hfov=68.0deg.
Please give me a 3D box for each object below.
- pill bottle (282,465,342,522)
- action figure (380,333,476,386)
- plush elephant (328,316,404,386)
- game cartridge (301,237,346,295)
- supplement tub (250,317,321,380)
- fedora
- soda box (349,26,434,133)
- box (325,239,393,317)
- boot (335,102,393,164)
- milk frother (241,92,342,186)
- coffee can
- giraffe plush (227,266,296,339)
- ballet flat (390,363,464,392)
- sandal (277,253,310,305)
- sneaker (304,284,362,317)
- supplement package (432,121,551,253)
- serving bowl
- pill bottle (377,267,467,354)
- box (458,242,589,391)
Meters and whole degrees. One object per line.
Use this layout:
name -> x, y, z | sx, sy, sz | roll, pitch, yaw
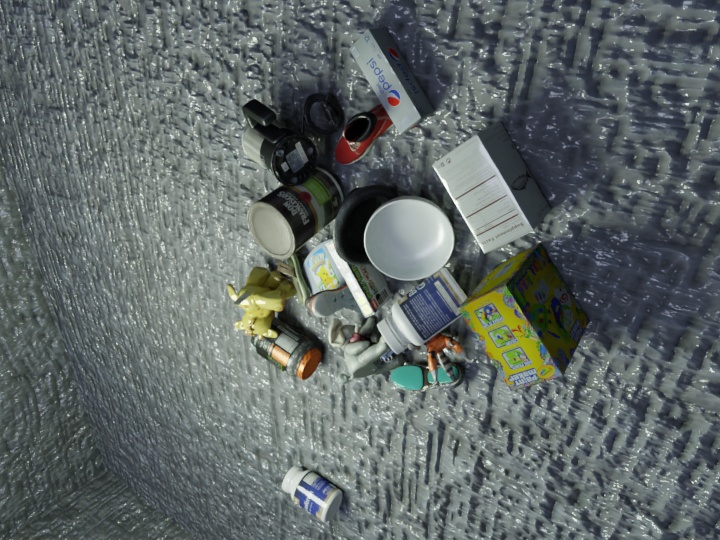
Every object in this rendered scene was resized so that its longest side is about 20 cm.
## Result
pill bottle -> -0.170, 0.771, 1.856 | 0.198, 0.115, 0.117 | 22, 126, 27
action figure -> 0.149, 0.184, 1.271 | 0.195, 0.199, 0.105 | 55, 179, 28
plush elephant -> 0.001, 0.196, 1.403 | 0.198, 0.165, 0.157 | -28, 56, 12
game cartridge -> -0.088, 0.002, 1.405 | 0.200, 0.040, 0.135 | -42, 68, 48
supplement tub -> -0.222, 0.234, 1.599 | 0.198, 0.122, 0.124 | 30, 129, 21
fedora -> 0.007, -0.117, 1.235 | 0.092, 0.197, 0.203 | -127, 35, -49
soda box -> 0.065, -0.384, 1.077 | 0.063, 0.068, 0.202 | -29, 95, 42
box -> 0.000, 0.000, 1.306 | 0.034, 0.110, 0.202 | -24, 97, 36
boot -> -0.018, -0.282, 1.145 | 0.073, 0.144, 0.199 | 53, 135, -2
milk frother -> -0.161, -0.325, 1.253 | 0.188, 0.198, 0.183 | 40, 145, 46
coffee can -> -0.153, -0.141, 1.276 | 0.145, 0.200, 0.148 | 21, 133, 25
giraffe plush -> -0.284, 0.111, 1.527 | 0.171, 0.199, 0.164 | 30, 132, 31
ballet flat -> 0.173, 0.274, 1.351 | 0.198, 0.072, 0.073 | -10, 108, 34
sandal -> -0.194, 0.004, 1.462 | 0.204, 0.057, 0.080 | 68, 161, 9
sneaker -> -0.054, 0.068, 1.343 | 0.081, 0.198, 0.079 | 9, 99, 51
supplement package -> 0.252, -0.158, 1.021 | 0.117, 0.117, 0.202 | -29, 95, 43
serving bowl -> 0.108, -0.079, 1.183 | 0.196, 0.066, 0.203 | 3, 122, 4
pill bottle -> 0.139, 0.095, 1.188 | 0.199, 0.111, 0.112 | -37, 90, 5
box -> 0.324, 0.087, 1.042 | 0.121, 0.199, 0.194 | -32, 92, 43
